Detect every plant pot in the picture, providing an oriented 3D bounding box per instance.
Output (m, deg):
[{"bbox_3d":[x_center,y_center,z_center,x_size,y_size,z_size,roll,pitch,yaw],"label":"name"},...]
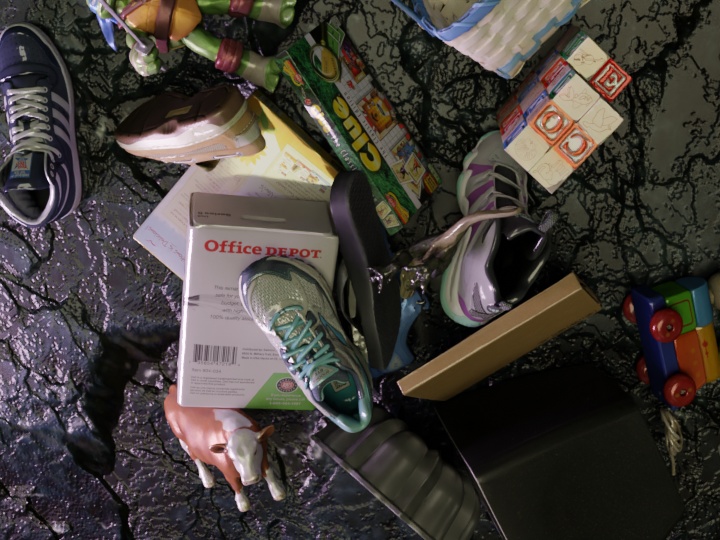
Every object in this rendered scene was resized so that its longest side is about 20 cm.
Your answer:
[{"bbox_3d":[0.209,0.210,1.106,0.176,0.200,0.201,-28,103,-2],"label":"plant pot"}]

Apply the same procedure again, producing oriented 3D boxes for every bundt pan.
[{"bbox_3d":[0.045,0.209,1.115,0.201,0.202,0.076,41,81,-8],"label":"bundt pan"}]

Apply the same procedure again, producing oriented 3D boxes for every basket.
[{"bbox_3d":[0.103,-0.284,0.970,0.176,0.140,0.199,-41,131,14],"label":"basket"}]

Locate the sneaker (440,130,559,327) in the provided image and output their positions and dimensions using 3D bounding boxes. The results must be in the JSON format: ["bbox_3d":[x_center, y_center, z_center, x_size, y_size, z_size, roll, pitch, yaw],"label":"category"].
[{"bbox_3d":[0.145,-0.050,1.018,0.077,0.140,0.203,14,75,-19],"label":"sneaker"}]

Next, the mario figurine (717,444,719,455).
[{"bbox_3d":[0.433,0.142,1.115,0.104,0.124,0.203,9,121,23],"label":"mario figurine"}]

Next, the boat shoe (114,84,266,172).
[{"bbox_3d":[-0.166,-0.126,1.049,0.076,0.199,0.072,50,63,-32],"label":"boat shoe"}]

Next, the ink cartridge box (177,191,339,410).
[{"bbox_3d":[-0.106,0.032,1.081,0.143,0.084,0.203,4,116,-11],"label":"ink cartridge box"}]

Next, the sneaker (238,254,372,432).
[{"bbox_3d":[-0.041,0.071,1.015,0.077,0.087,0.201,-33,119,7],"label":"sneaker"}]

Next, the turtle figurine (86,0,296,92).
[{"bbox_3d":[-0.155,-0.246,0.998,0.191,0.146,0.201,13,142,-15],"label":"turtle figurine"}]

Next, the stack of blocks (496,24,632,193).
[{"bbox_3d":[0.185,-0.152,0.983,0.058,0.200,0.115,40,107,-8],"label":"stack of blocks"}]

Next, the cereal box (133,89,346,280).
[{"bbox_3d":[-0.119,-0.063,1.116,0.144,0.040,0.200,41,106,-10],"label":"cereal box"}]

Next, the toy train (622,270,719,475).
[{"bbox_3d":[0.353,0.102,1.116,0.114,0.085,0.203,-18,106,-5],"label":"toy train"}]

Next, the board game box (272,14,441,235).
[{"bbox_3d":[0.001,-0.143,1.052,0.023,0.105,0.201,-24,106,40],"label":"board game box"}]

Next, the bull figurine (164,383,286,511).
[{"bbox_3d":[-0.138,0.183,1.121,0.065,0.199,0.123,-30,122,-23],"label":"bull figurine"}]

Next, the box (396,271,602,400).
[{"bbox_3d":[0.144,0.071,1.079,0.198,0.163,0.021,-32,73,12],"label":"box"}]

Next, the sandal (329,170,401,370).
[{"bbox_3d":[0.000,-0.001,1.036,0.042,0.076,0.203,-2,115,23],"label":"sandal"}]

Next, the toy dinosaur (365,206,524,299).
[{"bbox_3d":[0.062,-0.011,0.984,0.088,0.200,0.048,-32,88,-31],"label":"toy dinosaur"}]

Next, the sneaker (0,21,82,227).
[{"bbox_3d":[-0.328,-0.141,1.073,0.069,0.109,0.203,-6,106,6],"label":"sneaker"}]

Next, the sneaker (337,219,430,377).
[{"bbox_3d":[0.025,0.011,1.120,0.088,0.079,0.203,-7,110,-8],"label":"sneaker"}]
